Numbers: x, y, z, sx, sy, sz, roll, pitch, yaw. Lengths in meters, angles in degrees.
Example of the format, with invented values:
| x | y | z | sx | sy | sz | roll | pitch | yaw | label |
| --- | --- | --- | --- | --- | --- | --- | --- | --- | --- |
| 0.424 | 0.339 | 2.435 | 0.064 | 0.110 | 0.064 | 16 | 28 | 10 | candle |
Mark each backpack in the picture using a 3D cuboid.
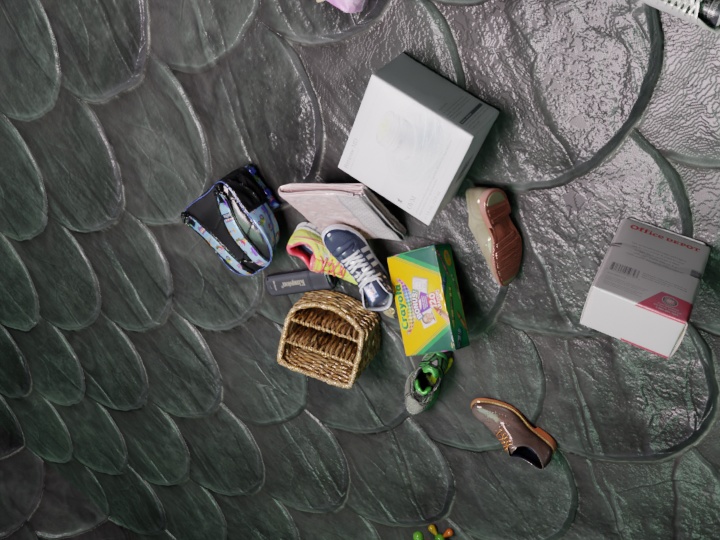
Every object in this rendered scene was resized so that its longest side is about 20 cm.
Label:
| x | y | z | sx | sy | sz | roll | pitch | yaw | label |
| --- | --- | --- | --- | --- | --- | --- | --- | --- | --- |
| -0.251 | -0.099 | 1.622 | 0.182 | 0.135 | 0.200 | -29 | 102 | 43 | backpack |

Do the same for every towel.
| x | y | z | sx | sy | sz | roll | pitch | yaw | label |
| --- | --- | --- | --- | --- | --- | --- | --- | --- | --- |
| -0.032 | -0.109 | 1.465 | 0.190 | 0.032 | 0.200 | 5 | 159 | 32 | towel |

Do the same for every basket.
| x | y | z | sx | sy | sz | roll | pitch | yaw | label |
| --- | --- | --- | --- | --- | --- | --- | --- | --- | --- |
| -0.071 | 0.141 | 1.663 | 0.199 | 0.149 | 0.144 | 18 | 130 | 24 | basket |

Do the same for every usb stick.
| x | y | z | sx | sy | sz | roll | pitch | yaw | label |
| --- | --- | --- | --- | --- | --- | --- | --- | --- | --- |
| -0.136 | 0.025 | 1.704 | 0.199 | 0.033 | 0.056 | -8 | 114 | 38 | usb stick |

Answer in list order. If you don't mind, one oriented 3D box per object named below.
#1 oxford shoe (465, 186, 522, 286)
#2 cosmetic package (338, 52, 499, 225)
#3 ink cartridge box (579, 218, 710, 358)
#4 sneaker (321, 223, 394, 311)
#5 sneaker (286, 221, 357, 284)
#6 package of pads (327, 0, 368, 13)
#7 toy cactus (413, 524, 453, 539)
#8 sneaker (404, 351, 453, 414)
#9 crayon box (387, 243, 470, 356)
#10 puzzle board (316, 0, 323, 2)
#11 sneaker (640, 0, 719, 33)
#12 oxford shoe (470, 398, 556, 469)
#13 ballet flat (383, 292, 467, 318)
| x | y | z | sx | sy | sz | roll | pitch | yaw | label |
| --- | --- | --- | --- | --- | --- | --- | --- | --- | --- |
| 0.239 | -0.065 | 1.378 | 0.074 | 0.071 | 0.201 | 25 | 138 | 51 | oxford shoe |
| 0.094 | -0.225 | 1.310 | 0.199 | 0.123 | 0.200 | 34 | 134 | 11 | cosmetic package |
| 0.448 | 0.022 | 1.193 | 0.146 | 0.200 | 0.083 | 22 | 135 | 19 | ink cartridge box |
| 0.000 | 0.000 | 1.479 | 0.070 | 0.109 | 0.200 | -32 | 127 | 16 | sneaker |
| -0.068 | -0.018 | 1.588 | 0.199 | 0.090 | 0.078 | 29 | 131 | 12 | sneaker |
| -0.019 | -0.525 | 1.201 | 0.120 | 0.076 | 0.201 | 34 | 134 | 13 | package of pads |
| 0.204 | 0.742 | 1.909 | 0.102 | 0.165 | 0.201 | -23 | 113 | 21 | toy cactus |
| 0.131 | 0.246 | 1.647 | 0.078 | 0.085 | 0.201 | 28 | 133 | 14 | sneaker |
| 0.131 | 0.058 | 1.476 | 0.118 | 0.058 | 0.201 | -14 | 86 | 40 | crayon box |
| -0.041 | -0.526 | 1.153 | 0.150 | 0.017 | 0.201 | -6 | 118 | 35 | puzzle board |
| 0.439 | -0.364 | 1.007 | 0.199 | 0.081 | 0.077 | 26 | 134 | 18 | sneaker |
| 0.314 | 0.340 | 1.598 | 0.199 | 0.073 | 0.072 | 31 | 134 | 12 | oxford shoe |
| 0.123 | 0.072 | 1.546 | 0.199 | 0.057 | 0.067 | -7 | 118 | 37 | ballet flat |
